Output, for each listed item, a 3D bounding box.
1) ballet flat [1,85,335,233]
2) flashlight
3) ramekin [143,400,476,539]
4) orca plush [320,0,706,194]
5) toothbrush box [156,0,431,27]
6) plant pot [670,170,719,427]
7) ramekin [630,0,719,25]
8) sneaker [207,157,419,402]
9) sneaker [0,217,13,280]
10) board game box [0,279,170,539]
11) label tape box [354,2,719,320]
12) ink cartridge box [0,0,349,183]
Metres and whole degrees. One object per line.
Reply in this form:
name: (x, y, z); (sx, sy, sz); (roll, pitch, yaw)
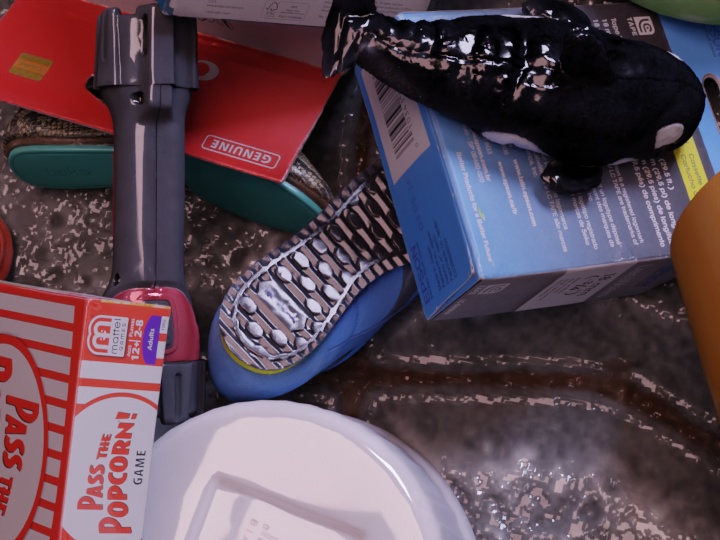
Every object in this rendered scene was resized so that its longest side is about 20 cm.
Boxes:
ballet flat: (-0.098, -0.074, 0.934); (0.198, 0.068, 0.076); (10, 61, 14)
flashlight: (-0.109, -0.026, 0.852); (0.067, 0.068, 0.203); (0, 89, 21)
ramekin: (-0.040, 0.160, 0.836); (0.198, 0.098, 0.203); (-3, 73, 9)
orca plush: (0.085, -0.108, 0.809); (0.198, 0.071, 0.106); (25, 59, -12)
toothbrush box: (-0.051, -0.218, 0.876); (0.145, 0.086, 0.201); (1, 44, -28)
plant pot: (0.237, 0.035, 0.783); (0.198, 0.201, 0.185); (-25, 60, 2)
ramekin: (0.193, -0.238, 0.887); (0.197, 0.098, 0.202); (0, 64, 0)
sneaker: (0.000, 0.000, 0.897); (0.199, 0.079, 0.066); (-36, 76, -23)
sneaker: (-0.282, -0.055, 0.945); (0.198, 0.082, 0.078); (26, 80, 15)
board game box: (-0.168, 0.082, 0.829); (0.199, 0.046, 0.154); (5, 88, 52)
label tape box: (0.112, -0.060, 0.879); (0.198, 0.063, 0.146); (-6, 70, -27)
ink cartridge box: (-0.097, -0.146, 0.924); (0.198, 0.045, 0.177); (16, 50, 13)
